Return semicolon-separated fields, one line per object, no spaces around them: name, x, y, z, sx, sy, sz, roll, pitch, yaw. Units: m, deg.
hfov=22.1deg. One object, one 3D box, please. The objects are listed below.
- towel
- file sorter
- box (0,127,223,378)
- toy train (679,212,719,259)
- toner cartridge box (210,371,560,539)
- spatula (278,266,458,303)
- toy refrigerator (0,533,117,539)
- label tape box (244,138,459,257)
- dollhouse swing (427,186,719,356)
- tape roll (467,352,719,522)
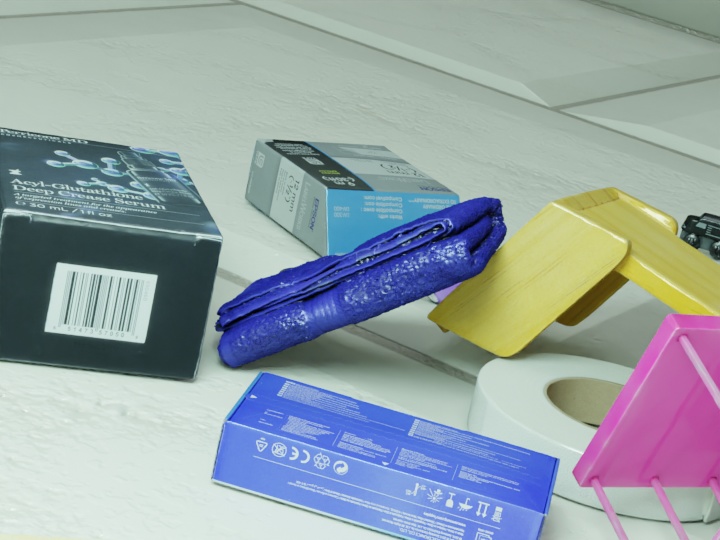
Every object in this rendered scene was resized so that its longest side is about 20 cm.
towel;0.000;0.000;1.310;0.200;0.050;0.148;-21;10;17
file sorter;0.261;0.122;1.116;0.199;0.139;0.126;3;42;-27
box;-0.192;-0.016;1.294;0.148;0.107;0.200;7;18;-18
toy train;0.421;-0.019;1.857;0.199;0.046;0.034;17;18;9
toner cartridge box;0.018;0.122;1.128;0.199;0.043;0.095;16;17;7
spatula;0.029;0.011;1.515;0.199;0.021;0.057;7;23;-17
toy refrigerator;-0.139;0.165;0.826;0.199;0.076;0.070;6;19;-20
label tape box;0.007;-0.055;1.632;0.143;0.066;0.200;2;19;-33
dollhouse swing;0.190;0.037;1.392;0.176;0.182;0.200;49;18;9
tape roll;0.175;0.113;1.284;0.202;0.037;0.203;12;17;-4
